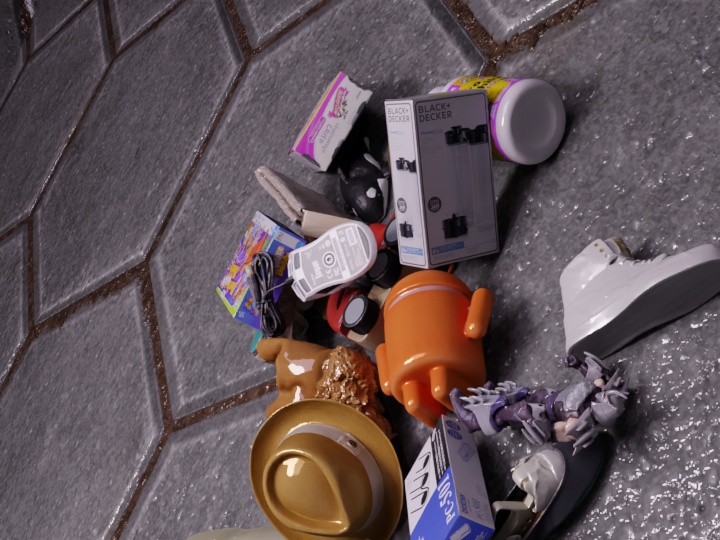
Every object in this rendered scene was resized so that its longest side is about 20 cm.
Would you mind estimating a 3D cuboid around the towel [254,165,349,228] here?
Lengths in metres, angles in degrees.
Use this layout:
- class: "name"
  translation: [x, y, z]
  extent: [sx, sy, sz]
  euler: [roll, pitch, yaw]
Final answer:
- class: "towel"
  translation: [-0.072, -0.092, 1.640]
  extent: [0.035, 0.132, 0.200]
  euler: [-57, 33, 9]

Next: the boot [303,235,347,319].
- class: "boot"
  translation: [-0.053, -0.002, 1.606]
  extent: [0.076, 0.073, 0.201]
  euler: [-56, 34, 22]

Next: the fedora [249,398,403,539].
- class: "fedora"
  translation: [-0.049, 0.249, 1.287]
  extent: [0.201, 0.201, 0.082]
  euler: [-47, -9, 17]

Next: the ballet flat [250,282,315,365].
- class: "ballet flat"
  translation: [-0.101, 0.052, 1.557]
  extent: [0.068, 0.067, 0.202]
  euler: [-49, 22, 49]

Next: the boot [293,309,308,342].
- class: "boot"
  translation: [-0.108, 0.045, 1.633]
  extent: [0.096, 0.073, 0.200]
  euler: [-52, 37, 5]

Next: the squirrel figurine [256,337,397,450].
- class: "squirrel figurine"
  translation: [-0.050, 0.192, 1.385]
  extent: [0.199, 0.141, 0.189]
  euler: [-7, 65, 54]

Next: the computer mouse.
- class: "computer mouse"
  translation: [-0.055, 0.002, 1.412]
  extent: [0.198, 0.044, 0.111]
  euler: [-23, 76, 27]

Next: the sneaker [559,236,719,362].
- class: "sneaker"
  translation: [0.282, -0.001, 1.148]
  extent: [0.199, 0.073, 0.117]
  euler: [-34, 43, 35]

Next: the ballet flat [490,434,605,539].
- class: "ballet flat"
  translation: [0.166, 0.236, 1.118]
  extent: [0.201, 0.073, 0.073]
  euler: [-54, 33, 7]

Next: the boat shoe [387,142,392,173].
- class: "boat shoe"
  translation: [0.075, -0.146, 1.459]
  extent: [0.071, 0.202, 0.066]
  euler: [1, 46, 7]

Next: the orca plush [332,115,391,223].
- class: "orca plush"
  translation: [-0.005, -0.157, 1.657]
  extent: [0.105, 0.071, 0.202]
  euler: [-29, 43, 38]

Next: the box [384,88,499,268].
- class: "box"
  translation: [0.099, -0.113, 1.354]
  extent: [0.060, 0.116, 0.203]
  euler: [11, 109, 58]

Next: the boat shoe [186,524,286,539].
- class: "boat shoe"
  translation: [-0.140, 0.363, 1.434]
  extent: [0.200, 0.073, 0.064]
  euler: [-15, 88, 35]

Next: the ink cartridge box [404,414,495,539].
- class: "ink cartridge box"
  translation: [0.089, 0.241, 1.161]
  extent: [0.200, 0.044, 0.095]
  euler: [-94, 29, -70]

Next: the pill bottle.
- class: "pill bottle"
  translation: [0.162, -0.196, 1.435]
  extent: [0.199, 0.104, 0.105]
  euler: [17, 78, 56]

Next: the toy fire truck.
- class: "toy fire truck"
  translation: [0.000, 0.000, 1.472]
  extent: [0.199, 0.128, 0.177]
  euler: [18, 79, 57]

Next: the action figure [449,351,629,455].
- class: "action figure"
  translation: [0.189, 0.137, 1.138]
  extent: [0.129, 0.070, 0.199]
  euler: [-26, 9, -40]

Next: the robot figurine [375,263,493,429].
- class: "robot figurine"
  translation: [0.087, 0.083, 1.305]
  extent: [0.145, 0.115, 0.202]
  euler: [106, 165, -47]

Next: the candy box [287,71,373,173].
- class: "candy box"
  translation: [-0.050, -0.222, 1.711]
  extent: [0.137, 0.061, 0.200]
  euler: [-59, 8, 0]

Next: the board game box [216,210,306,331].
- class: "board game box"
  translation: [-0.141, -0.004, 1.565]
  extent: [0.136, 0.044, 0.200]
  euler: [-63, 16, 1]
